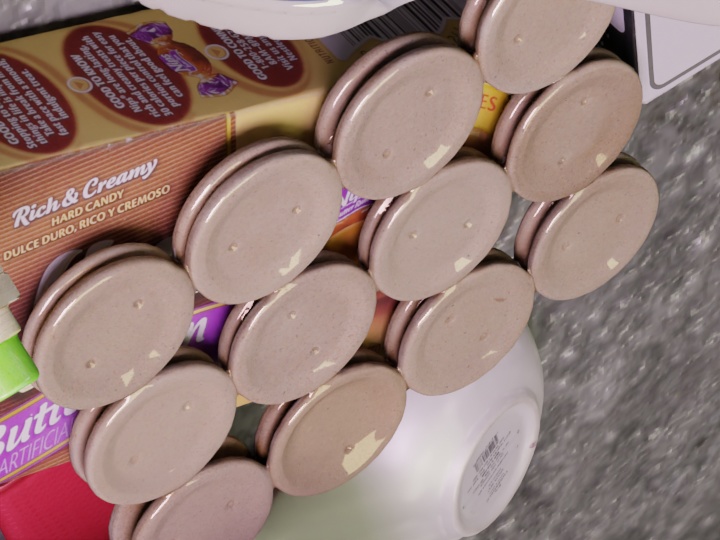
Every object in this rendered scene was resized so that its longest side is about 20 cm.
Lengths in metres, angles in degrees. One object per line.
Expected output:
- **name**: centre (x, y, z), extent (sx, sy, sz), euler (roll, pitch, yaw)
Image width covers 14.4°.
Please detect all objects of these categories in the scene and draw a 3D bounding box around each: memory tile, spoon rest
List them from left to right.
- **spoon rest**: centre (-0.003, 0.088, 0.948), extent (0.200, 0.061, 0.099), euler (-52, 150, -25)
- **memory tile**: centre (0.000, 0.000, 0.809), extent (0.200, 0.017, 0.153), euler (-36, 144, -12)

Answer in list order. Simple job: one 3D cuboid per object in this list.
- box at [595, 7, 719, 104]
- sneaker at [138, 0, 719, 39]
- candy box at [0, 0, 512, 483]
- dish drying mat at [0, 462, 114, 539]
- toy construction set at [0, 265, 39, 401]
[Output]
- **box**: centre (0.102, -0.156, 0.805), extent (0.117, 0.060, 0.200), euler (-31, 143, -17)
- **sneaker**: centre (0.030, -0.115, 0.705), extent (0.200, 0.077, 0.111), euler (3, 147, -8)
- **candy box**: centre (-0.057, -0.014, 0.800), extent (0.200, 0.056, 0.117), euler (-17, 137, -34)
- **dish drying mat**: centre (-0.067, 0.100, 0.940), extent (0.077, 0.018, 0.200), euler (-37, 143, -14)
- **toy construction set**: centre (-0.163, 0.028, 0.662), extent (0.200, 0.092, 0.131), euler (-15, -171, 19)
